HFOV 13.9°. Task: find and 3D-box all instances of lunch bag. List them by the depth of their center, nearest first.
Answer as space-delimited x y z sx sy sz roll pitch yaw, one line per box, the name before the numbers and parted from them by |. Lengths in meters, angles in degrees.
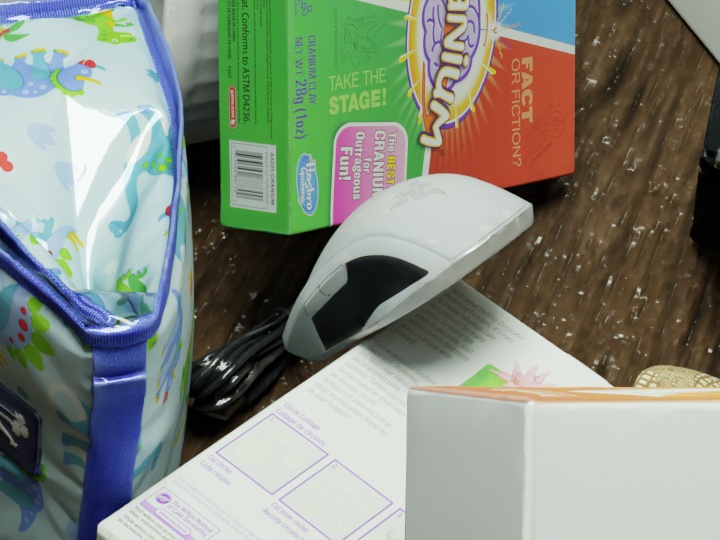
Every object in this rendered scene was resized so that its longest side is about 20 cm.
lunch bag | -0.119 0.016 1.160 0.127 0.171 0.200 -9 45 -16

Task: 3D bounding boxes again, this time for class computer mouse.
computer mouse | 0.000 0.000 1.187 0.110 0.200 0.044 -35 92 -35

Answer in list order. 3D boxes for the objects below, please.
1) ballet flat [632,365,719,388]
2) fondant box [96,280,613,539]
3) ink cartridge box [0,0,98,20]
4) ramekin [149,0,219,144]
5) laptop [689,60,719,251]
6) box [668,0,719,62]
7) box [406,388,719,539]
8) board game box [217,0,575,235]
ballet flat | 0.181 0.103 1.098 0.200 0.065 0.071 46 48 -15
fondant box | 0.020 0.103 1.118 0.144 0.058 0.200 35 52 29
ink cartridge box | -0.165 -0.111 1.270 0.083 0.201 0.145 -8 44 -14
ramekin | -0.079 -0.151 1.329 0.097 0.201 0.201 -8 44 -24
laptop | 0.237 -0.066 1.246 0.176 0.200 0.104 13 76 8
box | 0.239 -0.137 1.411 0.124 0.098 0.200 -15 46 -20
box | 0.127 0.088 0.974 0.199 0.098 0.124 0 0 -17
board game box | 0.019 -0.105 1.271 0.040 0.154 0.200 9 15 39
